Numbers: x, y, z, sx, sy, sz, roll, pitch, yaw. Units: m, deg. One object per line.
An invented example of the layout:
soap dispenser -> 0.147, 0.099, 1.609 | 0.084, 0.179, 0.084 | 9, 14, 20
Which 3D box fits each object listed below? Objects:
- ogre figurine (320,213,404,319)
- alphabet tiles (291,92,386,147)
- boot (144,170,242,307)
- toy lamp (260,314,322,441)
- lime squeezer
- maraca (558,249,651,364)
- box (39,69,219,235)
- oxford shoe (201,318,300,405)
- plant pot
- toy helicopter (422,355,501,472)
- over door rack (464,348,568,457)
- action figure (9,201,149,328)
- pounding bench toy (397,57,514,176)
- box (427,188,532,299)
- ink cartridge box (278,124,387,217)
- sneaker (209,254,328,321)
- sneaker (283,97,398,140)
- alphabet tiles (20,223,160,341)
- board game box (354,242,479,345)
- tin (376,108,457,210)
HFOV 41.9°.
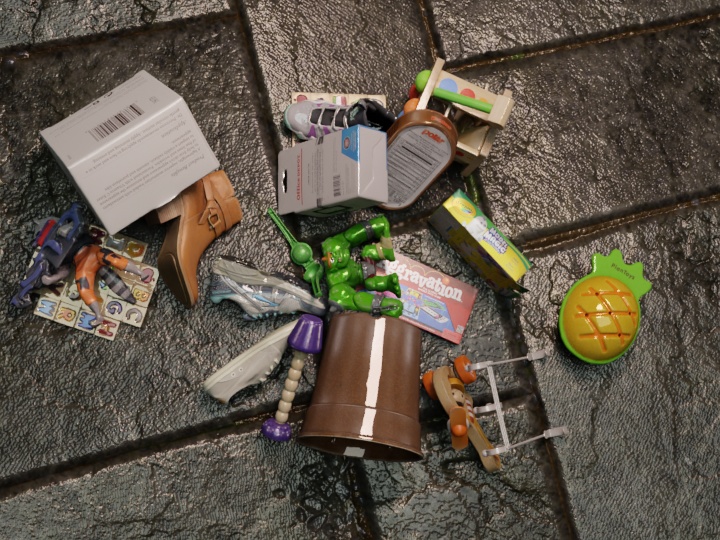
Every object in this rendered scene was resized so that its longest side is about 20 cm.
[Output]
ogre figurine -> 0.000, 0.000, 1.513 | 0.119, 0.098, 0.202 | -12, 72, 3
alphabet tiles -> -0.035, -0.206, 1.609 | 0.166, 0.008, 0.202 | 0, 81, -9
boot -> -0.254, -0.055, 1.517 | 0.154, 0.073, 0.202 | -27, 115, -38
toy lamp -> -0.104, 0.166, 1.470 | 0.058, 0.058, 0.201 | 18, 105, -5
lime squeezer -> -0.099, -0.018, 1.541 | 0.038, 0.070, 0.201 | -45, 54, 21
maraca -> 0.412, 0.061, 1.582 | 0.136, 0.107, 0.201 | 30, 77, -2
box -> -0.355, -0.185, 1.440 | 0.198, 0.200, 0.131 | -35, 125, -13
oxford shoe -> -0.158, 0.144, 1.496 | 0.199, 0.075, 0.058 | -36, 90, -9
plant pot -> 0.010, 0.181, 1.463 | 0.198, 0.200, 0.200 | 10, 71, -7
toy helicopter -> 0.173, 0.246, 1.511 | 0.078, 0.132, 0.201 | -27, 104, 16
over door rack -> 0.246, 0.215, 1.527 | 0.199, 0.066, 0.149 | -4, 79, -46
action figure -> -0.450, -0.001, 1.475 | 0.194, 0.105, 0.200 | 46, 104, 8
pounding bench toy -> 0.154, -0.266, 1.551 | 0.155, 0.200, 0.125 | 24, 78, -5
box -> 0.205, -0.038, 1.562 | 0.048, 0.117, 0.200 | -42, 89, -12
ink cartridge box -> -0.048, -0.154, 1.526 | 0.068, 0.199, 0.117 | 8, 79, -43
sneaker -> -0.151, 0.043, 1.524 | 0.199, 0.078, 0.087 | 20, 99, -6
sneaker -> -0.023, -0.254, 1.543 | 0.198, 0.140, 0.078 | 10, 79, -8
alphabet tiles -> -0.431, 0.013, 1.507 | 0.198, 0.006, 0.168 | 19, 77, -5
board game box -> 0.092, 0.039, 1.581 | 0.199, 0.019, 0.104 | 23, 76, -4
tin -> 0.076, -0.175, 1.528 | 0.111, 0.200, 0.042 | 27, 41, -20
